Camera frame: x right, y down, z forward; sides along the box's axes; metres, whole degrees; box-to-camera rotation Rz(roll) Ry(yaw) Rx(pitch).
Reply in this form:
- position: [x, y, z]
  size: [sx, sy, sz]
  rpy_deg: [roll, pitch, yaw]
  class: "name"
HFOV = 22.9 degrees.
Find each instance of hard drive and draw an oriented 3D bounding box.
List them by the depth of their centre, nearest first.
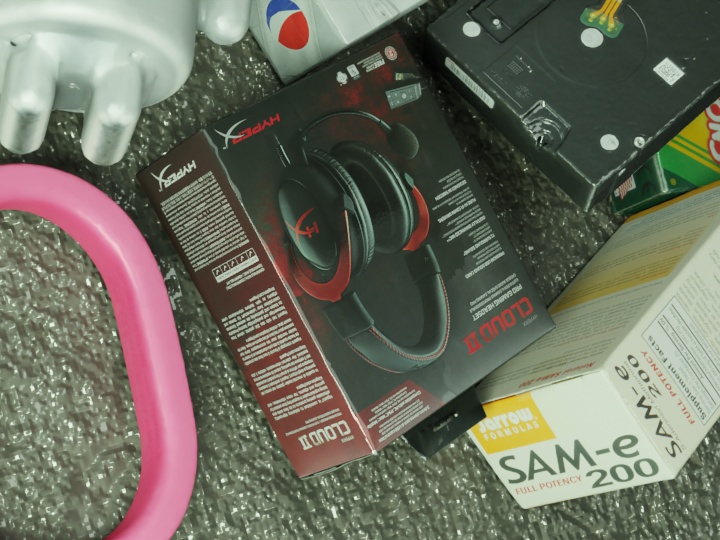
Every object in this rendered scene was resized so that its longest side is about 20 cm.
- position: [0.152, -0.143, 1.035]
  size: [0.200, 0.038, 0.140]
  rpy_deg: [-41, 73, -20]
  class: "hard drive"

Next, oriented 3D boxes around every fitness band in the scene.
- position: [-0.148, 0.050, 0.829]
  size: [0.143, 0.037, 0.202]
  rpy_deg: [-7, 81, -36]
  class: "fitness band"

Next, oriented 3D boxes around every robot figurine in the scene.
- position: [-0.132, -0.155, 0.856]
  size: [0.168, 0.113, 0.202]
  rpy_deg: [10, 70, -17]
  class: "robot figurine"

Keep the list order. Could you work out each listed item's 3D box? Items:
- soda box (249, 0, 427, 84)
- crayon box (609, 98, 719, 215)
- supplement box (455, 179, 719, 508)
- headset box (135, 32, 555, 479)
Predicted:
- position: [0.024, -0.180, 1.001]
  size: [0.200, 0.068, 0.064]
  rpy_deg: [-35, 96, -37]
  class: "soda box"
- position: [0.233, -0.108, 1.132]
  size: [0.199, 0.051, 0.128]
  rpy_deg: [-6, 78, -36]
  class: "crayon box"
- position: [0.161, 0.036, 0.990]
  size: [0.200, 0.126, 0.074]
  rpy_deg: [-44, 102, -35]
  class: "supplement box"
- position: [0.000, 0.000, 0.921]
  size: [0.148, 0.075, 0.201]
  rpy_deg: [-30, 93, -38]
  class: "headset box"
